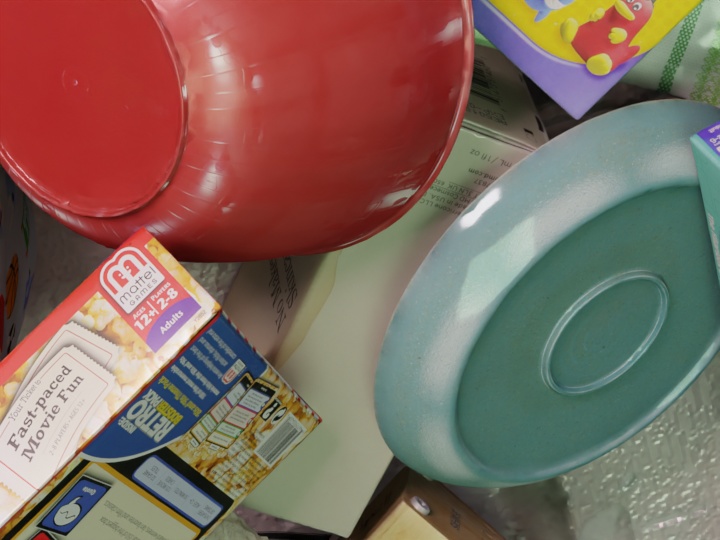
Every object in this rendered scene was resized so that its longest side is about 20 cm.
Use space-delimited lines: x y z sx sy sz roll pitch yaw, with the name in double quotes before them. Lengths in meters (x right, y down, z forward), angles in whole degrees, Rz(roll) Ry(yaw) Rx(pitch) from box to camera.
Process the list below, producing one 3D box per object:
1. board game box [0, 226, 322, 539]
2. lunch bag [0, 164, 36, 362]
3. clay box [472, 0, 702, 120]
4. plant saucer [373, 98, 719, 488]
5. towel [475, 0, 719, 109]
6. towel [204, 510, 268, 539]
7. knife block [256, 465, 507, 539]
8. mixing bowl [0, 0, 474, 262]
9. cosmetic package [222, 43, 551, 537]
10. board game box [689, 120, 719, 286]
"board game box" -0.114 0.092 0.695 0.200 0.046 0.152 -45 158 -5
"lunch bag" -0.189 -0.007 0.741 0.123 0.171 0.201 -15 126 6
"clay box" 0.108 -0.165 0.698 0.115 0.048 0.200 38 111 -21
"plant saucer" 0.096 0.020 0.799 0.199 0.027 0.201 -24 139 -22
"towel" 0.146 -0.137 0.759 0.198 0.031 0.150 14 116 -11
"towel" -0.035 0.206 0.813 0.200 0.034 0.133 45 77 -13
"knife block" 0.003 0.187 0.886 0.200 0.064 0.176 40 104 -3
"mixing bowl" -0.070 -0.081 0.689 0.199 0.108 0.202 15 119 28
"cosmetic package" 0.000 0.000 0.816 0.073 0.104 0.201 19 116 -18
"board game box" 0.239 -0.036 0.786 0.199 0.045 0.153 -29 134 -7
